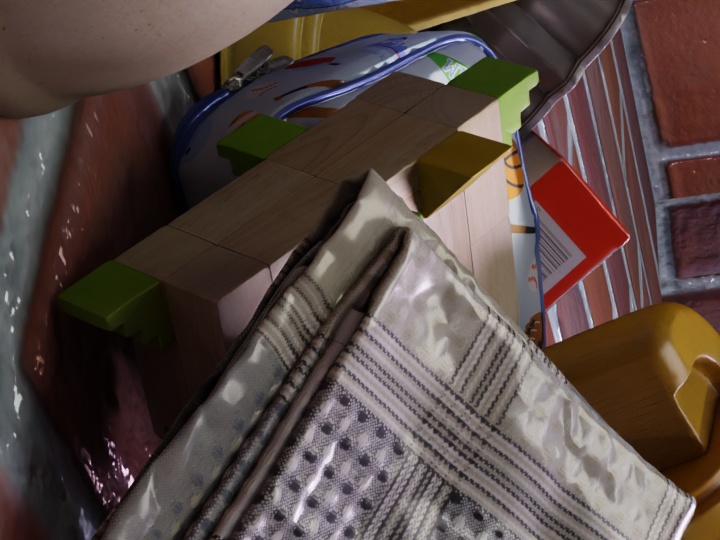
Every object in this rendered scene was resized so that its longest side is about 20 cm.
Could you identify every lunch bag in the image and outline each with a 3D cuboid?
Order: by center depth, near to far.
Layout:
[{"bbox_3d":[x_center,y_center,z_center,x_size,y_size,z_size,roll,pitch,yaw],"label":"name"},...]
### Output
[{"bbox_3d":[0.000,0.000,0.797,0.160,0.075,0.201,-27,113,-37],"label":"lunch bag"}]

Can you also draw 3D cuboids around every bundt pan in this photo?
[{"bbox_3d":[0.079,-0.152,1.130,0.076,0.202,0.202,39,29,-15],"label":"bundt pan"}]

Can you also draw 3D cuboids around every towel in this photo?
[{"bbox_3d":[0.012,0.100,0.613,0.200,0.034,0.193,43,72,-28],"label":"towel"}]

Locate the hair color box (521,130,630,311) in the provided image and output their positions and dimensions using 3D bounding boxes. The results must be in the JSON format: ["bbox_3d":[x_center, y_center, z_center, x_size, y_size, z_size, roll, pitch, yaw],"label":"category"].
[{"bbox_3d":[0.081,-0.025,1.082,0.061,0.101,0.200,47,6,-11],"label":"hair color box"}]

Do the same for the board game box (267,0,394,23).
[{"bbox_3d":[0.011,-0.206,0.779,0.043,0.198,0.201,55,29,-64],"label":"board game box"}]

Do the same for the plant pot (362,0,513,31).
[{"bbox_3d":[0.039,-0.271,0.994,0.196,0.193,0.201,57,19,-63],"label":"plant pot"}]

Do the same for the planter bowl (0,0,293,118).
[{"bbox_3d":[-0.060,-0.155,0.587,0.200,0.134,0.202,-7,90,-78],"label":"planter bowl"}]

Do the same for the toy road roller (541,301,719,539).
[{"bbox_3d":[0.134,0.069,0.814,0.146,0.122,0.200,58,29,-17],"label":"toy road roller"}]

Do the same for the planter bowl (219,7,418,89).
[{"bbox_3d":[0.001,-0.058,0.916,0.200,0.083,0.202,-8,90,-77],"label":"planter bowl"}]

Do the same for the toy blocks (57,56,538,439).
[{"bbox_3d":[-0.007,0.024,0.699,0.200,0.100,0.137,-36,132,-37],"label":"toy blocks"}]
